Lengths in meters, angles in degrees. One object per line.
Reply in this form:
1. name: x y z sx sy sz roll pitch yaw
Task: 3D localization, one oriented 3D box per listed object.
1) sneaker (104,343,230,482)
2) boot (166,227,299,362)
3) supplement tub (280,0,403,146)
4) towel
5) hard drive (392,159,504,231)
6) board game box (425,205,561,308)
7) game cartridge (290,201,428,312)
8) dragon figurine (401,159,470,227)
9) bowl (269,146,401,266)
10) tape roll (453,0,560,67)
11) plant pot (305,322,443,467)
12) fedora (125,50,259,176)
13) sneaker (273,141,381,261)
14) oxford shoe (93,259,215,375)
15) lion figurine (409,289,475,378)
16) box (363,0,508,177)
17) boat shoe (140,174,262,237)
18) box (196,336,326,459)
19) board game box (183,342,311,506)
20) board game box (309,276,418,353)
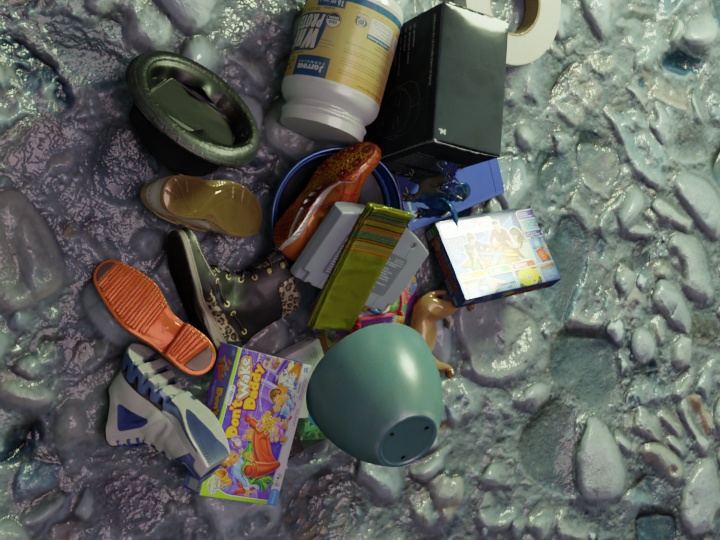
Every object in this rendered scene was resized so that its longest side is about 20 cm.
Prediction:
1. sneaker: -0.268 0.207 1.499 0.200 0.115 0.080 48 21 14
2. boot: -0.174 0.010 1.574 0.149 0.073 0.203 -29 112 -26
3. supplement tub: -0.029 -0.290 1.604 0.143 0.144 0.203 19 82 -31
4. towel: 0.000 0.000 1.584 0.085 0.018 0.202 10 116 -41
5. hard drive: 0.133 -0.155 1.786 0.198 0.025 0.134 -23 105 -29
6. board game box: 0.212 -0.025 1.805 0.198 0.034 0.137 -10 71 -31
7. game cartridge: 0.005 -0.022 1.609 0.199 0.041 0.134 23 110 -46
8. dragon figurine: 0.125 -0.102 1.671 0.200 0.098 0.060 48 59 -58
9. bowl: -0.038 -0.080 1.645 0.197 0.039 0.204 -5 106 -17
10. tape roll: 0.238 -0.429 1.829 0.200 0.037 0.206 -2 93 -32
11. plant pot: 0.038 0.196 1.599 0.197 0.135 0.202 -15 129 -19
12. fedora: -0.233 -0.191 1.495 0.199 0.092 0.202 27 38 -22
13. sneaker: -0.040 -0.097 1.589 0.200 0.073 0.077 -47 129 8
14. oxford shoe: -0.281 0.069 1.518 0.200 0.073 0.071 47 70 -5
15. lion figurine: 0.098 0.101 1.760 0.121 0.072 0.203 22 75 -33
16. box: 0.105 -0.253 1.644 0.122 0.196 0.204 9 80 -27
17. boat shoe: -0.215 -0.091 1.545 0.199 0.068 0.075 18 80 -53
18. box: -0.125 0.203 1.640 0.198 0.036 0.146 -26 107 -27
19. board game box: -0.154 0.213 1.565 0.133 0.044 0.203 17 86 -40
20. board game box: 0.019 0.053 1.717 0.158 0.039 0.201 45 71 -26
